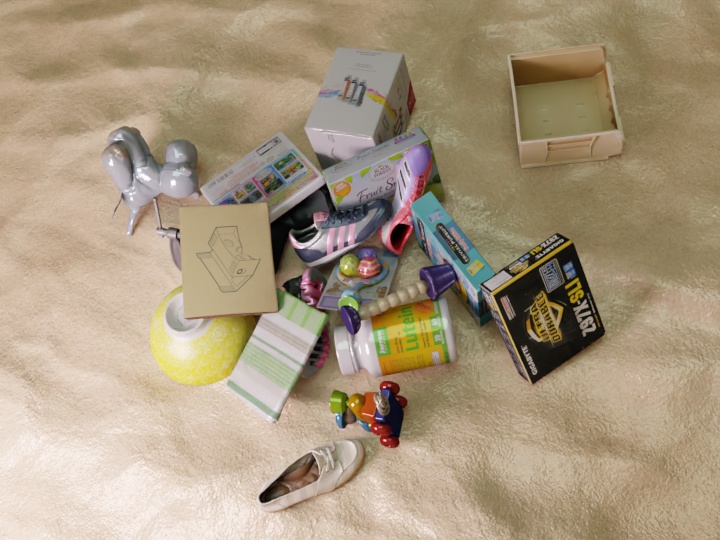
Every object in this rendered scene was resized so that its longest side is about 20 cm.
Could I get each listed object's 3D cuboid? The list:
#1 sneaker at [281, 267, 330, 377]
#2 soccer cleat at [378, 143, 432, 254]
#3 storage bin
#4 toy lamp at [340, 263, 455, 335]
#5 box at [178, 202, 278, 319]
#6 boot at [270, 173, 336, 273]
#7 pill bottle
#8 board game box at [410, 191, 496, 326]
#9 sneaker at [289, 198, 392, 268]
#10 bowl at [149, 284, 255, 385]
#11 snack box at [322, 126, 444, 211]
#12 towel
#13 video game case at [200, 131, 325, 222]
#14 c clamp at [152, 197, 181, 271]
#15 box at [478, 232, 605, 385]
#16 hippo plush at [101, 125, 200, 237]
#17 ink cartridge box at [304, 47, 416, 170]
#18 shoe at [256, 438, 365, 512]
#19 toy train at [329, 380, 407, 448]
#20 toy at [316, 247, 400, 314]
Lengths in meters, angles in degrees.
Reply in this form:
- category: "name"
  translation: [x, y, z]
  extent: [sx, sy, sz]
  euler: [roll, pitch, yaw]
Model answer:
- category: "sneaker"
  translation: [-0.110, 0.097, 1.472]
  extent: [0.094, 0.079, 0.203]
  euler: [-14, 60, 27]
- category: "soccer cleat"
  translation: [0.086, -0.125, 1.467]
  extent: [0.066, 0.202, 0.077]
  euler: [7, 31, -27]
- category: "storage bin"
  translation: [0.386, -0.310, 1.555]
  extent: [0.195, 0.094, 0.203]
  euler: [-5, 63, 8]
- category: "toy lamp"
  translation: [0.064, 0.042, 1.352]
  extent: [0.198, 0.058, 0.059]
  euler: [-22, 62, -15]
- category: "box"
  translation: [-0.232, -0.019, 1.443]
  extent: [0.161, 0.021, 0.203]
  euler: [-4, 73, -9]
- category: "boot"
  translation: [-0.127, -0.087, 1.549]
  extent: [0.166, 0.077, 0.202]
  euler: [-15, 57, 7]
- category: "pill bottle"
  translation: [0.059, 0.118, 1.398]
  extent: [0.197, 0.111, 0.113]
  euler: [-12, 63, 4]
- category: "board game box"
  translation: [0.164, -0.017, 1.422]
  extent: [0.047, 0.151, 0.201]
  euler: [-32, 63, -6]
- category: "sneaker"
  translation: [-0.039, -0.081, 1.468]
  extent: [0.199, 0.082, 0.071]
  euler: [-32, 31, 17]
- category: "bowl"
  translation: [-0.296, 0.096, 1.476]
  extent: [0.197, 0.108, 0.203]
  euler: [-4, 65, 8]
- category: "snack box"
  translation: [0.045, -0.159, 1.513]
  extent: [0.198, 0.143, 0.053]
  euler: [-25, 42, -2]
- category: "towel"
  translation: [-0.141, 0.144, 1.417]
  extent: [0.148, 0.031, 0.202]
  euler: [25, 86, 43]
- category: "video game case"
  translation: [-0.188, -0.161, 1.563]
  extent: [0.199, 0.024, 0.182]
  euler: [-36, 50, -7]
- category: "c clamp"
  translation: [-0.286, -0.038, 1.510]
  extent: [0.197, 0.172, 0.027]
  euler: [15, 43, 10]
- category: "box"
  translation: [0.299, 0.064, 1.339]
  extent: [0.159, 0.202, 0.049]
  euler: [-33, 29, -9]
- category: "hippo plush"
  translation: [-0.400, -0.197, 1.605]
  extent: [0.158, 0.160, 0.203]
  euler: [-4, 63, 9]
- category: "ink cartridge box"
  translation: [0.003, -0.299, 1.583]
  extent: [0.143, 0.146, 0.202]
  euler: [12, 66, 20]
- category: "shoe"
  translation: [-0.082, 0.337, 1.351]
  extent: [0.198, 0.054, 0.070]
  euler: [-29, 63, -4]
- category: "toy train"
  translation: [0.001, 0.214, 1.316]
  extent: [0.114, 0.200, 0.086]
  euler: [6, 65, 18]
- category: "toy"
  translation: [0.000, 0.000, 1.451]
  extent: [0.113, 0.048, 0.201]
  euler: [5, 37, 11]
